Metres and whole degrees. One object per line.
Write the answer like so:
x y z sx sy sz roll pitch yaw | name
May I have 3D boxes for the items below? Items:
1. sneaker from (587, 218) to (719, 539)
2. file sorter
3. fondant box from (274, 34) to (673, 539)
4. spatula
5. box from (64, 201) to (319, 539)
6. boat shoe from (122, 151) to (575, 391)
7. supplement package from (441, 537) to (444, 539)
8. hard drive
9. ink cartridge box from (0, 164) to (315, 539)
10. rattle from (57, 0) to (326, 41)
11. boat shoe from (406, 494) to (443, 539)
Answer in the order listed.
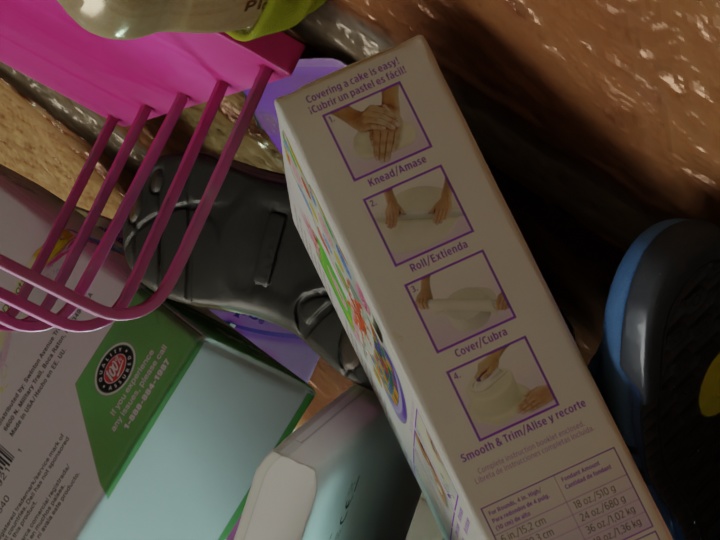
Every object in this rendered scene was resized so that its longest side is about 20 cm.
0.098 0.040 0.841 0.078 0.066 0.200 38 163 32 | sneaker
-0.139 -0.052 0.929 0.139 0.126 0.200 29 167 -19 | file sorter
0.038 0.038 0.837 0.200 0.058 0.144 63 174 13 | fondant box
-0.054 -0.074 0.994 0.200 0.021 0.057 22 148 53 | spatula
-0.130 0.079 1.202 0.097 0.200 0.176 25 176 -34 | box
0.000 0.000 0.984 0.200 0.076 0.074 23 -172 29 | boat shoe
0.087 0.173 1.037 0.152 0.151 0.200 43 164 3 | supplement package
-0.013 0.107 0.978 0.026 0.132 0.200 22 -163 12 | hard drive
-0.138 0.056 1.072 0.200 0.145 0.084 35 -176 41 | ink cartridge box
-0.069 -0.173 0.714 0.143 0.130 0.200 96 154 -56 | rattle
0.072 0.176 1.229 0.200 0.072 0.060 34 167 43 | boat shoe
